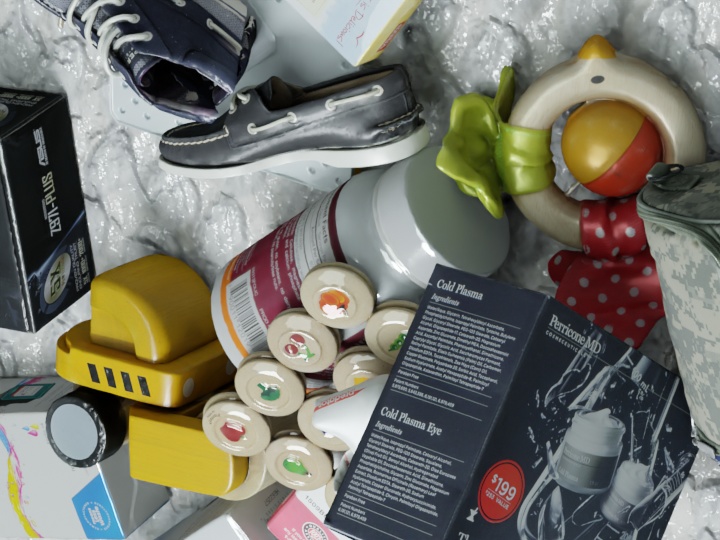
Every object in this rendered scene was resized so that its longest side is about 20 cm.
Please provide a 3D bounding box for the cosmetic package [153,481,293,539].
[{"bbox_3d":[-0.117,0.225,1.889,0.200,0.102,0.074,-33,95,39],"label":"cosmetic package"}]

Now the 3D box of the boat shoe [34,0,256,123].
[{"bbox_3d":[-0.160,-0.170,1.615,0.200,0.093,0.075,23,126,-16],"label":"boat shoe"}]

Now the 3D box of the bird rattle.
[{"bbox_3d":[0.148,-0.056,1.567,0.200,0.113,0.163,43,113,0],"label":"bird rattle"}]

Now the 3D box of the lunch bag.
[{"bbox_3d":[0.266,0.024,1.509,0.168,0.139,0.200,-1,116,39],"label":"lunch bag"}]

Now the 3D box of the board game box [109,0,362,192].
[{"bbox_3d":[-0.083,-0.169,1.693,0.200,0.026,0.200,19,124,23],"label":"board game box"}]

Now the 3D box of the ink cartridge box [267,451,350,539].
[{"bbox_3d":[0.047,0.159,1.757,0.147,0.083,0.200,44,130,5],"label":"ink cartridge box"}]

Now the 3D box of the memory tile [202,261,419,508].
[{"bbox_3d":[-0.007,0.088,1.660,0.153,0.017,0.200,31,130,-8],"label":"memory tile"}]

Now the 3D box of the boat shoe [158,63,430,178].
[{"bbox_3d":[-0.051,-0.101,1.647,0.200,0.074,0.060,-2,115,30],"label":"boat shoe"}]

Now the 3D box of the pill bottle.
[{"bbox_3d":[0.000,0.000,1.678,0.200,0.114,0.114,-32,96,40],"label":"pill bottle"}]

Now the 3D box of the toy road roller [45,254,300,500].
[{"bbox_3d":[-0.132,0.073,1.803,0.200,0.123,0.146,13,110,27],"label":"toy road roller"}]

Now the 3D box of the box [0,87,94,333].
[{"bbox_3d":[-0.316,-0.055,1.866,0.200,0.086,0.164,10,121,28],"label":"box"}]

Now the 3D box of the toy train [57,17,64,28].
[{"bbox_3d":[-0.210,-0.279,1.666,0.085,0.116,0.200,-2,132,-15],"label":"toy train"}]

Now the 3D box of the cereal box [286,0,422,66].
[{"bbox_3d":[-0.026,-0.250,1.579,0.200,0.040,0.144,45,120,9],"label":"cereal box"}]

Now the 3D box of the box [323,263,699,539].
[{"bbox_3d":[0.105,0.121,1.560,0.104,0.200,0.182,15,80,46],"label":"box"}]

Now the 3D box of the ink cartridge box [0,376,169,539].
[{"bbox_3d":[-0.263,0.150,1.960,0.200,0.067,0.116,-4,113,35],"label":"ink cartridge box"}]

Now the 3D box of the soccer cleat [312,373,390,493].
[{"bbox_3d":[0.029,0.151,1.642,0.085,0.069,0.200,-11,127,15],"label":"soccer cleat"}]
